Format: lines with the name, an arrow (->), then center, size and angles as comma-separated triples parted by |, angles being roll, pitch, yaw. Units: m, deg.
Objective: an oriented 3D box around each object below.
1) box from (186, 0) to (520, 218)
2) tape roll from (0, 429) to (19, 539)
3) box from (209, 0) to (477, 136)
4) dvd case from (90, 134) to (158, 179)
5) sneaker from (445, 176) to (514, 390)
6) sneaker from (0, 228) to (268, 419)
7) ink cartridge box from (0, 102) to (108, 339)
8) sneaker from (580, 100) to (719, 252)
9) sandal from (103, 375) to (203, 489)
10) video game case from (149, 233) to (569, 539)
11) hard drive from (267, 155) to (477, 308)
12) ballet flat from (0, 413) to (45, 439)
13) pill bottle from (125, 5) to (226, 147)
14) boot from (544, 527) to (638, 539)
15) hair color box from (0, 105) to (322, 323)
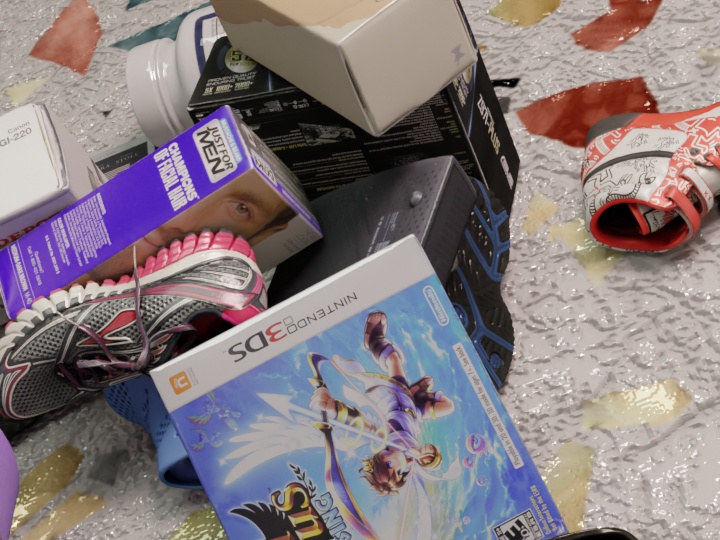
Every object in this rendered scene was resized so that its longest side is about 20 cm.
box -> -0.001, -0.101, 1.192 | 0.198, 0.164, 0.086 | -8, 41, 23
tape roll -> -0.328, 0.151, 1.055 | 0.199, 0.201, 0.066 | -16, 39, 12
box -> -0.020, -0.176, 1.093 | 0.095, 0.078, 0.200 | -38, 40, -15
dvd case -> -0.232, -0.029, 1.352 | 0.149, 0.025, 0.201 | -21, 39, 6
sneaker -> 0.056, 0.030, 1.100 | 0.077, 0.076, 0.201 | -33, 31, 39
sneaker -> -0.156, 0.045, 1.059 | 0.199, 0.081, 0.075 | -28, 51, 7
ink cartridge box -> -0.246, -0.018, 1.182 | 0.145, 0.200, 0.085 | -25, 59, 4
sneaker -> 0.246, -0.069, 1.097 | 0.200, 0.067, 0.108 | -11, 41, 24
sandal -> -0.111, 0.109, 1.086 | 0.199, 0.080, 0.087 | 15, 56, 42
video game case -> -0.002, 0.108, 0.952 | 0.180, 0.045, 0.201 | -28, 79, -1
hard drive -> 0.000, 0.000, 1.097 | 0.200, 0.042, 0.136 | -15, 50, 57
ballet flat -> -0.246, 0.078, 1.210 | 0.199, 0.057, 0.067 | -27, 37, -1
pill bottle -> -0.090, -0.172, 1.361 | 0.198, 0.120, 0.120 | -14, 39, 16
boot -> 0.052, 0.181, 0.840 | 0.198, 0.131, 0.068 | -15, 58, 3
hair color box -> -0.139, -0.017, 1.110 | 0.199, 0.109, 0.065 | -33, 55, 10
